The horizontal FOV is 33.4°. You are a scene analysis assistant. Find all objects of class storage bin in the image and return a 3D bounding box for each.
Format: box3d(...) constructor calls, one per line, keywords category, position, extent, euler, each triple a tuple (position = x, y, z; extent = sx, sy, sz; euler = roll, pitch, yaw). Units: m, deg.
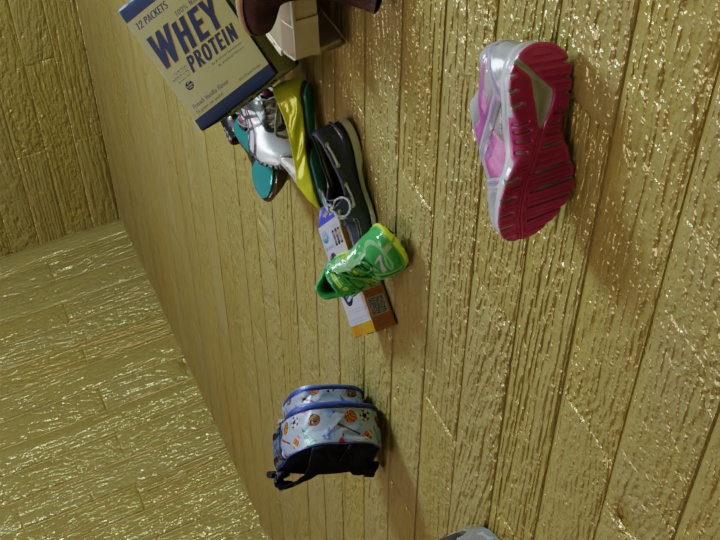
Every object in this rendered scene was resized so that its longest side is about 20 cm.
box3d(category="storage bin", position=(-0.094, -0.408, 1.538), extent=(0.202, 0.092, 0.199), euler=(89, 155, -44))

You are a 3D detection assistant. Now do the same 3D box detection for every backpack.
box3d(category="backpack", position=(-0.049, 0.269, 1.984), extent=(0.191, 0.197, 0.157), euler=(135, 128, -68))

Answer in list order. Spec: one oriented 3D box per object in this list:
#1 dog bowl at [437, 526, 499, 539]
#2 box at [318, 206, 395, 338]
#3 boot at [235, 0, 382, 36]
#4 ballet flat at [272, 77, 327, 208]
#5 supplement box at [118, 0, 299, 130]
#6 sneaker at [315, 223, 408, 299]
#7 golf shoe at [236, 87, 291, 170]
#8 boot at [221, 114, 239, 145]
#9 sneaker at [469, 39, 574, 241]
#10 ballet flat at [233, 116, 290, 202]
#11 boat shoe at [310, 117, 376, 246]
box3d(category="dog bowl", position=(0.175, 0.446, 1.646), extent=(0.200, 0.058, 0.203), euler=(162, 91, -73))
box3d(category="box", position=(-0.010, -0.004, 1.790), extent=(0.119, 0.041, 0.203), euler=(156, 98, -73))
box3d(category="boot", position=(-0.056, -0.329, 1.389), extent=(0.165, 0.073, 0.202), euler=(28, 135, 11))
box3d(category="ballet flat", position=(-0.093, -0.189, 1.793), extent=(0.067, 0.066, 0.203), euler=(-67, -28, -62))
box3d(category="supplement box", position=(-0.208, -0.328, 1.695), extent=(0.201, 0.133, 0.200), euler=(54, -167, -7))
box3d(category="sneaker", position=(0.000, 0.000, 1.639), extent=(0.074, 0.084, 0.200), euler=(48, 149, -3))
box3d(category="golf shoe", position=(-0.152, -0.239, 1.930), extent=(0.201, 0.076, 0.089), euler=(57, 151, 39))
box3d(category="boot", position=(-0.225, -0.315, 2.084), extent=(0.204, 0.073, 0.156), euler=(133, 114, -76))
box3d(category="sneaker", position=(0.147, -0.126, 1.116), extent=(0.088, 0.080, 0.203), euler=(-131, 36, -53))
box3d(category="ballet flat", position=(-0.152, -0.185, 1.993), extent=(0.068, 0.072, 0.201), euler=(-53, 44, 25))
box3d(category="boat shoe", position=(-0.023, -0.109, 1.676), extent=(0.075, 0.061, 0.203), euler=(35, 142, 54))
